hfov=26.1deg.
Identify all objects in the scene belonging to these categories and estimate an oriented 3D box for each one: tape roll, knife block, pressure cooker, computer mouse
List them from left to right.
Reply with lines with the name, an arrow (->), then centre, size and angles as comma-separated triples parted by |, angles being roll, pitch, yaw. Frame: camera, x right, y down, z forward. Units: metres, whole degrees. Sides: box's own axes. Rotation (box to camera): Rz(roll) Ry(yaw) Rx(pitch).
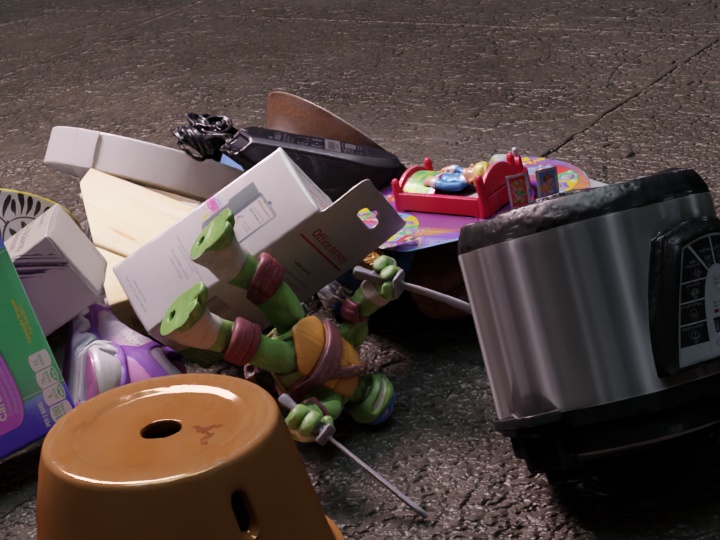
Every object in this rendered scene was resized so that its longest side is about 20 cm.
tape roll -> -0.194, -0.092, 1.447 | 0.202, 0.037, 0.203 | 13, -2, 0
knife block -> -0.135, -0.017, 1.323 | 0.175, 0.064, 0.201 | -18, 56, -3
computer mouse -> -0.065, -0.093, 1.366 | 0.199, 0.053, 0.139 | 11, 11, 1
pressure cooker -> 0.166, 0.046, 1.017 | 0.175, 0.201, 0.179 | -13, -2, 6

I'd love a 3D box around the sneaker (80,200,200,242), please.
sneaker -> -0.181, -0.043, 1.492 | 0.199, 0.074, 0.082 | 4, 27, 33

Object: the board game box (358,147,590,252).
board game box -> 0.086, -0.074, 1.270 | 0.199, 0.039, 0.158 | -13, 22, -3

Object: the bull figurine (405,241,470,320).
bull figurine -> 0.074, -0.010, 1.353 | 0.121, 0.065, 0.200 | -4, 26, -9

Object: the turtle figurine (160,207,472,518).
turtle figurine -> -0.025, 0.042, 1.076 | 0.194, 0.144, 0.200 | 32, -1, -22

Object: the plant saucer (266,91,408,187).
plant saucer -> -0.016, -0.099, 1.494 | 0.035, 0.200, 0.200 | -54, 37, -9

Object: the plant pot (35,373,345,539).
plant pot -> -0.106, 0.151, 0.905 | 0.199, 0.141, 0.200 | -7, 21, 2

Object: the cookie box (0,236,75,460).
cookie box -> -0.328, 0.072, 1.098 | 0.200, 0.172, 0.075 | -27, 11, -29

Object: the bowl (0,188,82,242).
bowl -> -0.334, 0.018, 1.326 | 0.200, 0.201, 0.095 | -8, 65, -3

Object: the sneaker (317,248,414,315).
sneaker -> 0.000, 0.000, 1.317 | 0.075, 0.089, 0.200 | -7, 15, -14

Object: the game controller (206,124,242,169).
game controller -> -0.116, -0.079, 1.541 | 0.042, 0.105, 0.200 | 23, 4, -32

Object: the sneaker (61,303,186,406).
sneaker -> -0.183, 0.077, 1.209 | 0.088, 0.081, 0.200 | 2, 13, -19

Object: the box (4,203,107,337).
box -> -0.299, 0.039, 1.226 | 0.200, 0.068, 0.082 | -36, 20, 8

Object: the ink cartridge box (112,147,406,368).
ink cartridge box -> -0.074, -0.018, 1.186 | 0.200, 0.117, 0.067 | -35, 66, 5

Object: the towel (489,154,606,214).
towel -> 0.190, -0.039, 1.330 | 0.171, 0.048, 0.200 | 20, 22, -2
